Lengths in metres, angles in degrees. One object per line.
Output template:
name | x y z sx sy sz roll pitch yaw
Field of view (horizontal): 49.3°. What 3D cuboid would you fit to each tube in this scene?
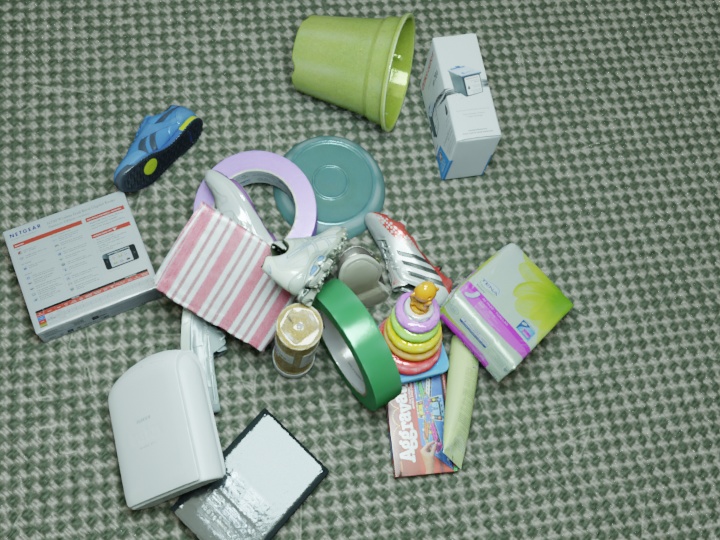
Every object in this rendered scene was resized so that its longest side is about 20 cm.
tube | 0.154 0.200 1.229 0.057 0.052 0.203 18 62 -15

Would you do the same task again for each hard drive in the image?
hard drive | -0.162 0.326 1.167 0.139 0.033 0.200 42 71 8

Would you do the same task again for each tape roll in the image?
tape roll | -0.169 -0.089 1.281 0.196 0.066 0.204 0 80 -2
tape roll | -0.012 0.111 1.173 0.048 0.201 0.202 -29 76 -16

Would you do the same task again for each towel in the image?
towel | -0.189 0.011 1.164 0.199 0.030 0.147 33 94 -15

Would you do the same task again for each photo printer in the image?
photo printer | -0.284 0.222 1.131 0.165 0.069 0.203 -26 70 28

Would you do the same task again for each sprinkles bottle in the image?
sprinkles bottle | -0.095 0.107 1.164 0.067 0.200 0.069 2 71 -7

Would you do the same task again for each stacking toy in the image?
stacking toy | 0.082 0.075 1.179 0.114 0.201 0.111 -12 57 -13

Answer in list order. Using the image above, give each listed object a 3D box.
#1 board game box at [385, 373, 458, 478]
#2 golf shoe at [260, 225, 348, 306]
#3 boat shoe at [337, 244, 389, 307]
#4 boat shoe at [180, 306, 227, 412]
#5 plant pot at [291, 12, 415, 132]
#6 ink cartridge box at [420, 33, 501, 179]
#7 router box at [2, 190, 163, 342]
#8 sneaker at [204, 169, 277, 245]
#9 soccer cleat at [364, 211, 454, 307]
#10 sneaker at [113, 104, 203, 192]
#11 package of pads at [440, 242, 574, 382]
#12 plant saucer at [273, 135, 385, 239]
board game box | 0.091 0.220 1.244 0.101 0.019 0.203 -4 71 -8
golf shoe | -0.079 -0.030 1.139 0.096 0.200 0.079 26 113 2
boat shoe | 0.000 0.000 1.219 0.071 0.200 0.060 -22 68 5
boat shoe | -0.242 0.124 1.216 0.070 0.070 0.204 -1 76 -12
plant pot | -0.016 -0.361 1.363 0.181 0.201 0.203 15 68 10
ink cartridge box | 0.171 -0.283 1.368 0.084 0.147 0.203 -9 71 -8
router box | -0.437 -0.009 1.245 0.197 0.049 0.182 -21 74 -14
sneaker | -0.196 -0.062 1.203 0.099 0.075 0.202 -32 83 -7
soccer cleat | 0.067 -0.013 1.301 0.085 0.069 0.200 -40 84 -23
sneaker | -0.352 -0.207 1.310 0.078 0.066 0.201 30 56 12
package of pads | 0.232 0.060 1.267 0.155 0.068 0.199 48 51 9
plant saucer | -0.052 -0.149 1.356 0.196 0.027 0.203 2 70 -6
